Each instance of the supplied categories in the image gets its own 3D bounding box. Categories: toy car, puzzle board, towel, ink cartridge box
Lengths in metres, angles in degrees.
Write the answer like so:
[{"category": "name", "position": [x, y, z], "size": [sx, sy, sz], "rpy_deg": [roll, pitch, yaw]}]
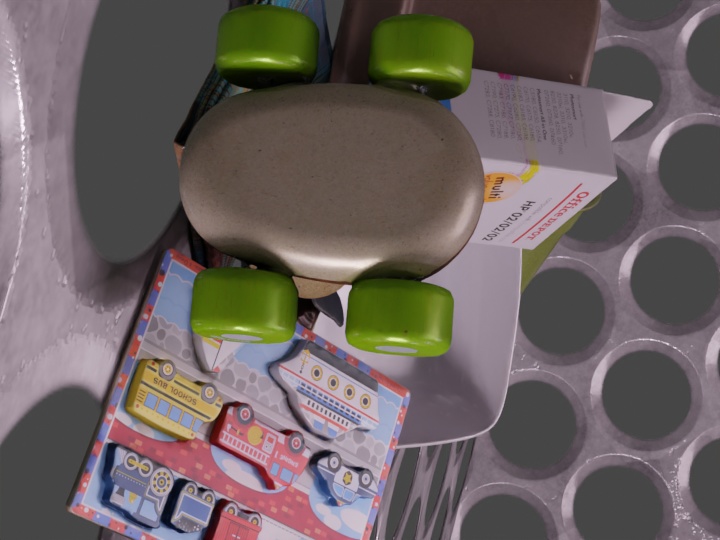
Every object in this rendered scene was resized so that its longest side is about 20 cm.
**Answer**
[{"category": "toy car", "position": [-0.011, -0.032, 0.759], "size": [0.200, 0.155, 0.167], "rpy_deg": [75, 20, -79]}, {"category": "puzzle board", "position": [-0.058, 0.099, 0.772], "size": [0.199, 0.017, 0.153], "rpy_deg": [33, 66, -35]}, {"category": "towel", "position": [-0.059, -0.103, 0.825], "size": [0.148, 0.021, 0.202], "rpy_deg": [86, 21, -55]}, {"category": "ink cartridge box", "position": [0.088, -0.071, 0.896], "size": [0.115, 0.197, 0.069], "rpy_deg": [135, -46, -57]}]

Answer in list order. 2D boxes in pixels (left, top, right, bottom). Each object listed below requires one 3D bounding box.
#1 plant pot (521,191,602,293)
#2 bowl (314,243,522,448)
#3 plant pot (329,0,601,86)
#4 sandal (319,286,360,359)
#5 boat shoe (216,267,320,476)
[{"category": "plant pot", "position": [0.144, -0.049, 1.540], "size": [0.192, 0.198, 0.200], "rpy_deg": [-67, 174, 31]}, {"category": "bowl", "position": [0.016, 0.023, 0.994], "size": [0.074, 0.197, 0.203], "rpy_deg": [20, -72, 59]}, {"category": "plant pot", "position": [0.078, -0.161, 0.981], "size": [0.200, 0.172, 0.204], "rpy_deg": [12, 90, -87]}, {"category": "sandal", "position": [-0.041, 0.077, 1.051], "size": [0.054, 0.080, 0.204], "rpy_deg": [-156, -113, -67]}, {"category": "boat shoe", "position": [-0.073, 0.062, 0.841], "size": [0.203, 0.074, 0.075], "rpy_deg": [-58, -179, -35]}]
